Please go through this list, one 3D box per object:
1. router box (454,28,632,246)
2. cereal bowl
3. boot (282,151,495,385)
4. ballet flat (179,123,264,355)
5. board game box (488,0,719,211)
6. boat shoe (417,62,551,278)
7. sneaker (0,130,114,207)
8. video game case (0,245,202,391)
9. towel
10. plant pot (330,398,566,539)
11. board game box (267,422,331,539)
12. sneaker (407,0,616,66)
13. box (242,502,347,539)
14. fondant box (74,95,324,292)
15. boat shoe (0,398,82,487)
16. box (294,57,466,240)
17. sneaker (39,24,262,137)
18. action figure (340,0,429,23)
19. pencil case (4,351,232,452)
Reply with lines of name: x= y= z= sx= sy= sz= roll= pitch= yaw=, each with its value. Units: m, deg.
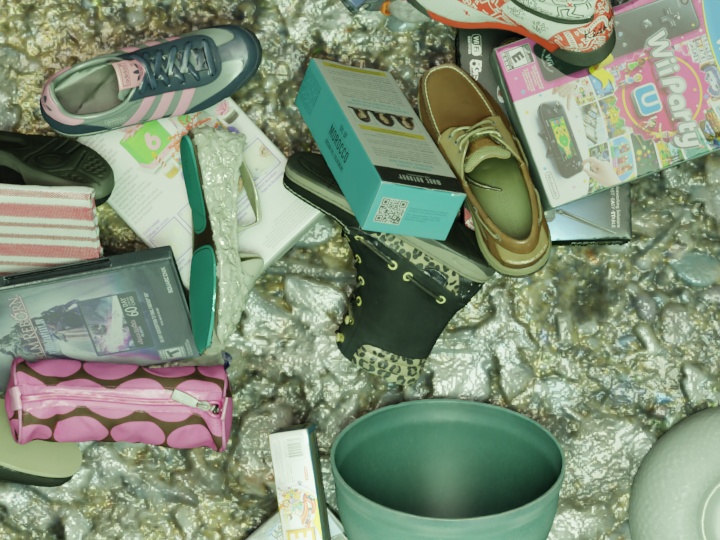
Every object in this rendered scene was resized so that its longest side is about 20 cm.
router box: x=0.162 y=-0.120 z=1.652 sx=0.149 sy=0.062 sz=0.201 roll=-2 pitch=88 yaw=0
cereal bowl: x=0.338 y=0.218 z=1.629 sx=0.199 sy=0.083 sz=0.201 roll=0 pitch=87 yaw=1
boot: x=0.000 y=0.001 z=1.616 sx=0.203 sy=0.074 sz=0.154 roll=28 pitch=118 yaw=-3
ballet flat: x=-0.114 y=-0.028 z=1.598 sx=0.071 sy=0.072 sz=0.201 roll=-4 pitch=89 yaw=1
board game box: x=0.229 y=-0.152 z=1.590 sx=0.199 sy=0.064 sz=0.148 roll=-20 pitch=88 yaw=-2
boat shoe: x=0.108 y=-0.093 z=1.567 sx=0.075 sy=0.074 sz=0.200 roll=-25 pitch=70 yaw=-5
sneaker: x=-0.294 y=-0.059 z=1.629 sx=0.199 sy=0.076 sz=0.115 roll=8 pitch=118 yaw=27
video game case: x=-0.249 y=0.045 z=1.625 sx=0.199 sy=0.143 sz=0.019 roll=-11 pitch=51 yaw=0
towel: x=-0.292 y=-0.013 z=1.604 sx=0.146 sy=0.200 sz=0.030 roll=2 pitch=52 yaw=1
plant pot: x=0.074 y=0.217 z=1.593 sx=0.199 sy=0.200 sz=0.135 roll=0 pitch=114 yaw=1
board game box: x=-0.044 y=0.233 z=1.574 sx=0.034 sy=0.134 sz=0.201 roll=-8 pitch=87 yaw=1
sneaker: x=0.119 y=-0.246 z=1.535 sx=0.201 sy=0.108 sz=0.067 roll=25 pitch=64 yaw=27
box: x=-0.086 y=0.296 z=1.657 sx=0.200 sy=0.035 sz=0.110 roll=-42 pitch=88 yaw=0
fondant box: x=-0.145 y=-0.080 z=1.659 sx=0.144 sy=0.058 sz=0.200 roll=-43 pitch=89 yaw=0
boat shoe: x=-0.349 y=0.153 z=1.656 sx=0.201 sy=0.074 sz=0.063 roll=17 pitch=127 yaw=-9
box: x=0.014 y=-0.106 z=1.585 sx=0.082 sy=0.200 sz=0.049 roll=7 pitch=123 yaw=-27
sneaker: x=-0.179 y=-0.164 z=1.593 sx=0.199 sy=0.082 sz=0.070 roll=-21 pitch=86 yaw=-4
action figure: x=0.025 y=-0.312 z=1.663 sx=0.200 sy=0.105 sz=0.194 roll=-33 pitch=95 yaw=-25
pencil case: x=-0.212 y=0.116 z=1.624 sx=0.199 sy=0.094 sz=0.091 roll=1 pitch=95 yaw=-6
